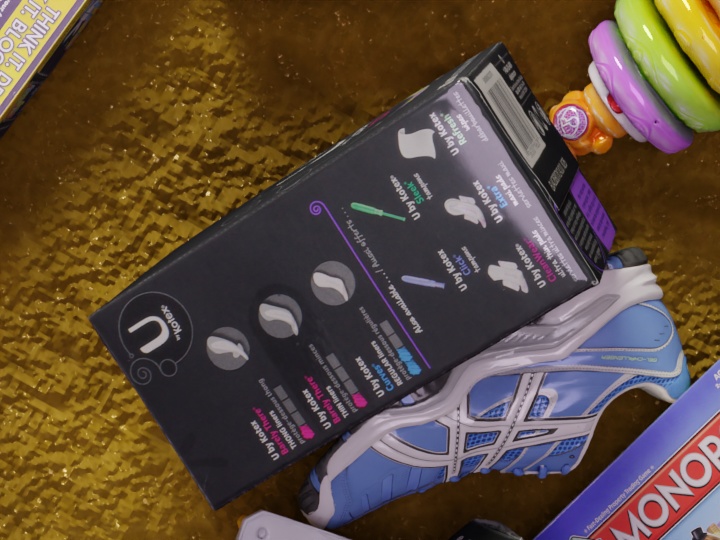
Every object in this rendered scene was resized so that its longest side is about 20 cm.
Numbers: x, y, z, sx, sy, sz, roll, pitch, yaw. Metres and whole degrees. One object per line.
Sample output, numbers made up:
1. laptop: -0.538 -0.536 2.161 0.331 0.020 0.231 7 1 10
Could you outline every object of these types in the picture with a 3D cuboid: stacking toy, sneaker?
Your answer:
1. stacking toy: 0.145 -0.098 0.952 0.200 0.110 0.116 -35 93 19
2. sneaker: 0.062 0.070 0.969 0.200 0.076 0.077 -32 90 5

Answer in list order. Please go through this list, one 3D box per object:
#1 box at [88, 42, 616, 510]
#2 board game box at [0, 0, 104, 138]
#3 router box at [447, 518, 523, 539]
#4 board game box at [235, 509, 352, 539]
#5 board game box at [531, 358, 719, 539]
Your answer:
1. box: 0.000 0.000 0.924 0.200 0.122 0.106 -32 95 16
2. board game box: -0.200 -0.158 0.964 0.165 0.057 0.200 37 95 -4
3. router box: 0.032 0.233 0.933 0.200 0.062 0.150 -40 104 -13
4. board game box: 0.003 0.233 0.971 0.200 0.026 0.200 21 85 -18
5. board game box: 0.186 0.111 0.937 0.135 0.029 0.200 50 119 16
